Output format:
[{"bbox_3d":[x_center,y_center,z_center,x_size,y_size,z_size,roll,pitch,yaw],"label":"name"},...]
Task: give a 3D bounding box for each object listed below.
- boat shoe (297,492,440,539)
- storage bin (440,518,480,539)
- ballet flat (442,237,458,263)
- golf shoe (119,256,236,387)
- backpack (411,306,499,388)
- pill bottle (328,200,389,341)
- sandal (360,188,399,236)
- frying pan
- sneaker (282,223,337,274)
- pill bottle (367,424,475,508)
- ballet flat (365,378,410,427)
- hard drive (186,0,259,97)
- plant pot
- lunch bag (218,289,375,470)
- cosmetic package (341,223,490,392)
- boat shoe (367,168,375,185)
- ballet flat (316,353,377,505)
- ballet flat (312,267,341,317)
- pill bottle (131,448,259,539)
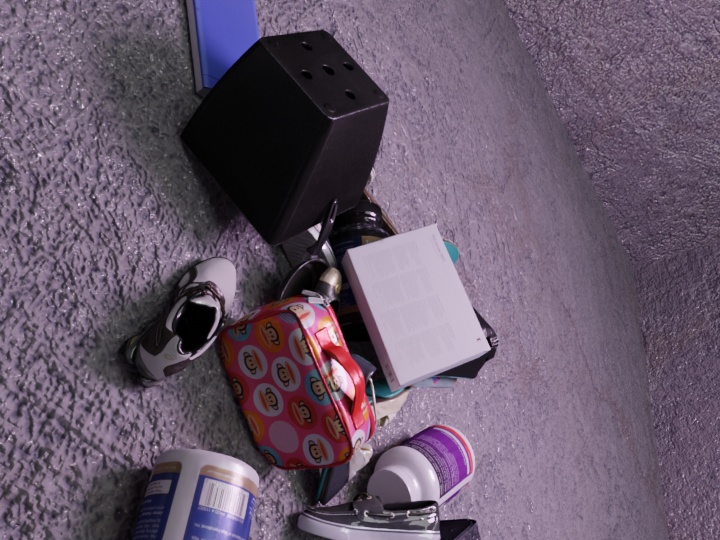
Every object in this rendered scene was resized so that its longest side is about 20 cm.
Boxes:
[{"bbox_3d":[0.014,0.322,0.795,0.195,0.068,0.058,13,76,-17],"label":"boat shoe"},{"bbox_3d":[0.082,0.427,0.843,0.198,0.133,0.096,-1,75,-56],"label":"storage bin"},{"bbox_3d":[0.119,-0.036,1.177,0.198,0.063,0.077,-5,120,-50],"label":"ballet flat"},{"bbox_3d":[-0.176,0.048,0.686,0.078,0.093,0.202,53,35,-23],"label":"golf shoe"},{"bbox_3d":[0.109,0.094,1.018,0.173,0.155,0.201,8,37,-45],"label":"backpack"},{"bbox_3d":[0.000,0.000,0.955,0.111,0.110,0.205,22,56,-49],"label":"pill bottle"},{"bbox_3d":[0.021,-0.076,1.071,0.202,0.081,0.055,55,23,-12],"label":"sandal"},{"bbox_3d":[-0.080,0.004,0.826,0.114,0.030,0.194,-35,140,-44],"label":"frying pan"},{"bbox_3d":[-0.086,-0.074,0.894,0.202,0.077,0.080,58,41,-18],"label":"sneaker"},{"bbox_3d":[0.093,0.316,0.939,0.198,0.111,0.115,-3,77,-56],"label":"pill bottle"},{"bbox_3d":[0.014,0.214,0.927,0.198,0.068,0.071,-6,79,-55],"label":"ballet flat"},{"bbox_3d":[-0.198,-0.339,0.906,0.131,0.025,0.205,9,67,-54],"label":"hard drive"},{"bbox_3d":[-0.079,-0.189,0.789,0.201,0.178,0.198,49,42,9],"label":"plant pot"},{"bbox_3d":[-0.069,0.133,0.726,0.082,0.173,0.204,-29,99,-54],"label":"lunch bag"},{"bbox_3d":[0.076,0.049,0.865,0.148,0.052,0.204,-16,73,-18],"label":"cosmetic package"},{"bbox_3d":[-0.034,-0.238,1.062,0.201,0.073,0.063,54,31,-33],"label":"boat shoe"},{"bbox_3d":[-0.013,0.214,0.804,0.072,0.072,0.206,8,91,-54],"label":"ballet flat"},{"bbox_3d":[-0.049,0.097,0.839,0.066,0.056,0.205,26,71,-58],"label":"ballet flat"},{"bbox_3d":[-0.166,0.284,0.567,0.111,0.109,0.204,40,44,-38],"label":"pill bottle"}]
